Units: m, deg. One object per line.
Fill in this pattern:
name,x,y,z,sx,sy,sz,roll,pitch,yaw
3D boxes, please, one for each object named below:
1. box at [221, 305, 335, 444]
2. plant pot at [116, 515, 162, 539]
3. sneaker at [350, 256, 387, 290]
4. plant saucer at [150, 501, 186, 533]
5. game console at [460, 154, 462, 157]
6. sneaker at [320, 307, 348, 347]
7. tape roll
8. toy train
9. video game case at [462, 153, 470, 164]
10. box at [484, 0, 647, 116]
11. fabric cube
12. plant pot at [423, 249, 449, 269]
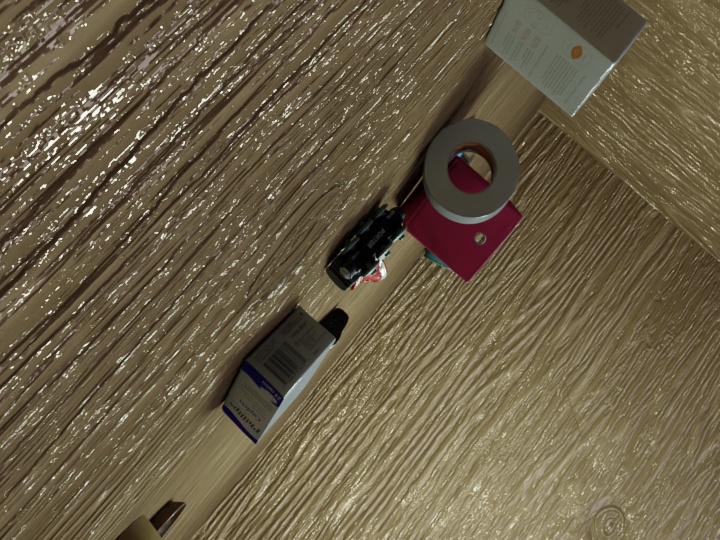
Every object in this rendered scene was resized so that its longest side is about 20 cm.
box,-0.164,0.205,1.347,0.184,0.104,0.202,-45,171,-45
plant pot,-0.451,0.659,1.425,0.187,0.199,0.187,-48,174,-7
sneaker,0.000,0.000,1.598,0.115,0.078,0.201,-40,159,-13
plant saucer,-0.509,0.645,1.679,0.201,0.034,0.200,-50,174,-7
game console,0.222,-0.279,1.727,0.202,0.031,0.177,-55,173,24
sneaker,-0.091,0.181,1.890,0.083,0.071,0.200,-53,174,32
tape roll,0.226,-0.203,1.409,0.201,0.199,0.066,-50,174,-3
toy train,0.013,-0.047,1.341,0.201,0.085,0.114,-49,-174,-33
video game case,0.231,-0.223,1.907,0.202,0.045,0.182,-55,-174,24
box,0.323,-0.382,1.097,0.107,0.199,0.153,-47,174,-20
fabric cube,0.224,-0.134,1.574,0.197,0.198,0.201,-49,-169,14
plant pot,0.465,-0.127,3.698,0.192,0.196,0.200,-66,172,7
